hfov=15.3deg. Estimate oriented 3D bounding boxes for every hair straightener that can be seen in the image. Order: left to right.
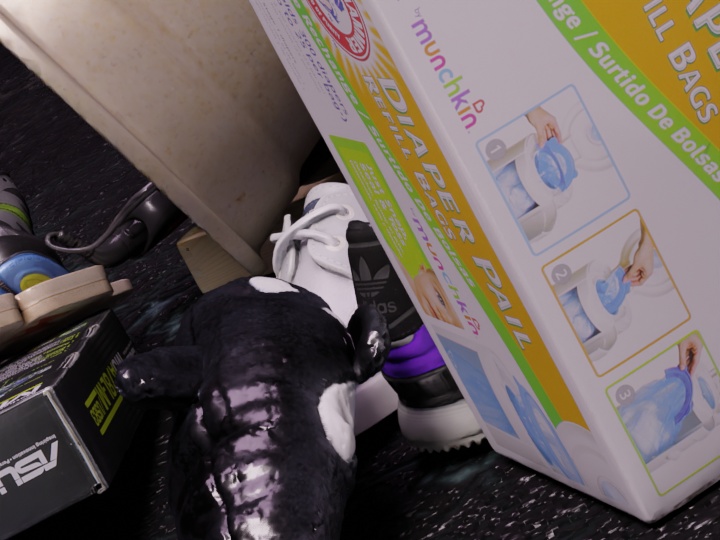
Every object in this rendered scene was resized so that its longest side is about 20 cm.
[{"bbox_3d":[-0.057,-0.068,1.164,0.200,0.041,0.077,-36,-17,-25],"label":"hair straightener"}]

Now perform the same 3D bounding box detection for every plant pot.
[{"bbox_3d":[-0.049,-0.131,0.977,0.183,0.200,0.200,-47,16,-1],"label":"plant pot"}]

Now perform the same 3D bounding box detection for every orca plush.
[{"bbox_3d":[-0.049,0.059,0.784,0.105,0.071,0.200,-46,23,39],"label":"orca plush"}]

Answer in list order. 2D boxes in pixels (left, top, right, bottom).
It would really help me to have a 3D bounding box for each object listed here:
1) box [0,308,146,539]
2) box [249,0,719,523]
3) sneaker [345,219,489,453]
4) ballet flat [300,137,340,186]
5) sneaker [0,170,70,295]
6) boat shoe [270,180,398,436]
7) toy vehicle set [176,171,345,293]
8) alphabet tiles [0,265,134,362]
[{"bbox_3d":[-0.177,0.088,0.978,0.200,0.048,0.193,-28,9,3],"label":"box"},{"bbox_3d":[0.054,-0.046,0.751,0.101,0.200,0.112,-33,16,-14],"label":"box"},{"bbox_3d":[0.071,-0.035,0.872,0.200,0.100,0.070,-40,21,-33],"label":"sneaker"},{"bbox_3d":[0.004,-0.092,1.123,0.200,0.068,0.068,-37,51,-18],"label":"ballet flat"},{"bbox_3d":[-0.174,-0.002,1.205,0.071,0.083,0.200,-33,8,-5],"label":"sneaker"},{"bbox_3d":[0.000,0.000,0.948,0.072,0.069,0.200,-17,19,38],"label":"boat shoe"},{"bbox_3d":[0.017,-0.063,1.198,0.124,0.027,0.200,-16,20,38],"label":"toy vehicle set"},{"bbox_3d":[-0.188,0.054,1.088,0.200,0.015,0.196,-33,-9,40],"label":"alphabet tiles"}]
